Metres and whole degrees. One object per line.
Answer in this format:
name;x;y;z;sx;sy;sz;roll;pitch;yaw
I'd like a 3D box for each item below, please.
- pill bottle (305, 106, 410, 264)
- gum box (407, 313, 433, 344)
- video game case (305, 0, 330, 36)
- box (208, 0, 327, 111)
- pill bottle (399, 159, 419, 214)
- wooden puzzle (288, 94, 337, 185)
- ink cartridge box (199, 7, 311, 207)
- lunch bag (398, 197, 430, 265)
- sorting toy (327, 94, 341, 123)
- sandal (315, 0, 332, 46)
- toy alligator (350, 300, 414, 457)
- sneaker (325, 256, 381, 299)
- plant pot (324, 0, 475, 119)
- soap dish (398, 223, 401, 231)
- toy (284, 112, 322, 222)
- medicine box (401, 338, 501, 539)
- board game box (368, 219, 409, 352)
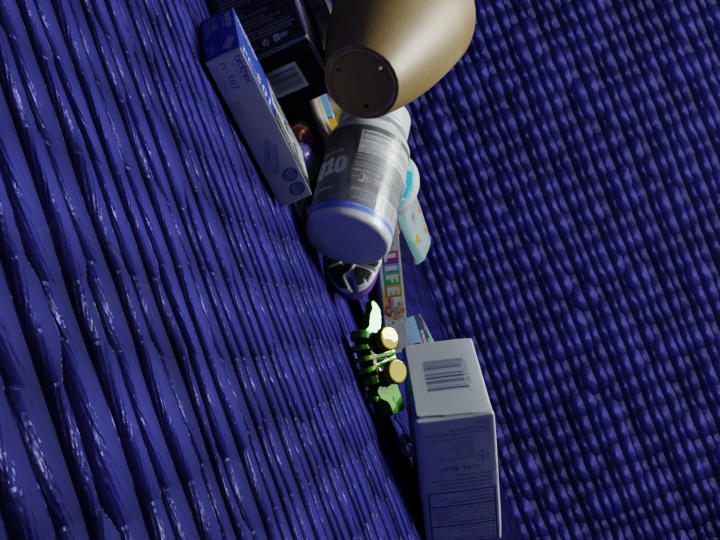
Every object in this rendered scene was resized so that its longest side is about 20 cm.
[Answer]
pill bottle;0.002;-0.121;1.338;0.114;0.112;0.203;60;36;-52
gum box;0.150;0.213;2.127;0.201;0.044;0.172;62;10;-53
video game case;-0.091;-0.428;1.321;0.183;0.022;0.203;58;11;-60
box;-0.120;-0.320;1.289;0.148;0.103;0.203;47;23;-71
pill bottle;0.006;-0.160;1.687;0.199;0.110;0.112;16;50;-56
wooden puzzle;-0.052;-0.177;1.500;0.200;0.037;0.188;132;-62;-78
ink cartridge box;-0.114;-0.177;1.150;0.095;0.044;0.202;-106;172;-50
lunch bag;0.066;-0.123;2.154;0.201;0.120;0.172;-112;177;-50
sorting toy;-0.017;-0.282;1.692;0.201;0.177;0.108;60;11;-56
sandal;-0.094;-0.321;1.461;0.081;0.057;0.201;67;-26;5
toy alligator;0.022;0.140;1.298;0.054;0.059;0.204;-9;83;-38
sneaker;0.000;0.000;1.418;0.200;0.079;0.085;-92;166;-72
plant pot;0.029;-0.274;1.270;0.188;0.183;0.201;65;33;-29
soap dish;0.006;-0.154;1.910;0.158;0.080;0.202;-101;169;-57
toy;-0.079;-0.157;1.364;0.201;0.047;0.117;-97;164;-66
medicine box;0.119;0.225;1.376;0.183;0.101;0.203;-97;-179;-64
board game box;0.033;0.005;1.507;0.134;0.034;0.204;-131;-145;-76
